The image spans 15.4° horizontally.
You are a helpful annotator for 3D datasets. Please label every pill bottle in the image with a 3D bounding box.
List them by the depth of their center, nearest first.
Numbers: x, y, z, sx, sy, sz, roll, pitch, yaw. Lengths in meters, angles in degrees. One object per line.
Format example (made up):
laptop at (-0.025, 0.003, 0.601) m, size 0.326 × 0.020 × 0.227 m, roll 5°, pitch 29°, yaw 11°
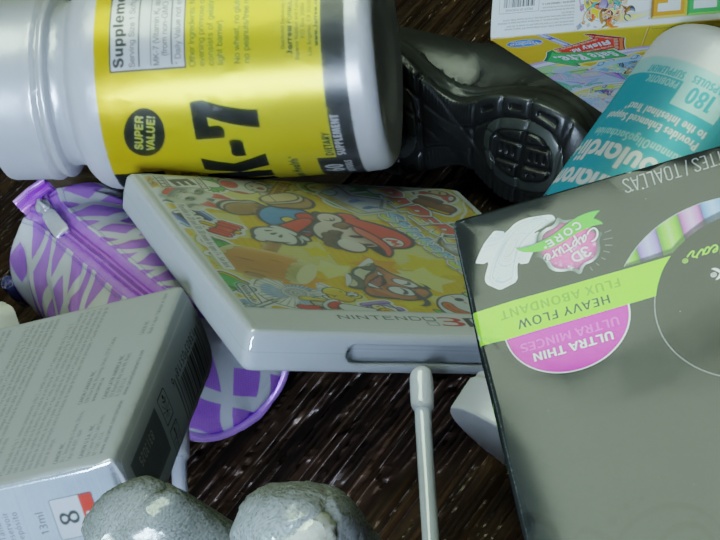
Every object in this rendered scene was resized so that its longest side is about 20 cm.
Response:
pill bottle at (0.123, 0.000, 1.150) m, size 0.111 × 0.111 × 0.200 m, roll 21°, pitch 71°, yaw 50°
pill bottle at (-0.084, -0.100, 1.351) m, size 0.200 × 0.114 × 0.114 m, roll -4°, pitch 31°, yaw 9°

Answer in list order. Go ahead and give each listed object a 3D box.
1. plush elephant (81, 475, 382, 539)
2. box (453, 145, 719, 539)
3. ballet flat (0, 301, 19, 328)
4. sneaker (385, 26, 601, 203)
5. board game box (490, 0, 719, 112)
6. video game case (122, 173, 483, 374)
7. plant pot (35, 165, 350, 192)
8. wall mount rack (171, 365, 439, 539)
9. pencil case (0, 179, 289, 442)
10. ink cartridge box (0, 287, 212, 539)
plush elephant at (-0.029, 0.182, 0.940) m, size 0.165 × 0.200 × 0.155 m, roll 0°, pitch 55°, yaw 55°
box at (0.132, 0.072, 0.977) m, size 0.148 × 0.124 × 0.200 m, roll -16°, pitch 52°, yaw 6°
ballet flat at (-0.168, 0.054, 1.304) m, size 0.068 × 0.067 × 0.200 m, roll -12°, pitch 20°, yaw -37°
sneaker at (0.065, -0.089, 1.418) m, size 0.200 × 0.076 × 0.091 m, roll 25°, pitch 37°, yaw 35°
board game box at (0.178, -0.110, 1.221) m, size 0.200 × 0.134 × 0.034 m, roll -2°, pitch 77°, yaw 30°
video game case at (0.000, 0.000, 1.263) m, size 0.182 × 0.023 × 0.200 m, roll 2°, pitch 21°, yaw -23°
plant pot at (-0.099, -0.093, 1.499) m, size 0.201 × 0.093 × 0.201 m, roll -16°, pitch 28°, yaw 9°
wall mount rack at (-0.031, 0.119, 1.115) m, size 0.200 × 0.075 × 0.174 m, roll -11°, pitch 21°, yaw 13°
pencil case at (-0.109, 0.014, 1.329) m, size 0.084 × 0.086 × 0.200 m, roll -36°, pitch 33°, yaw -15°
ink cartridge box at (-0.175, 0.082, 1.168) m, size 0.200 × 0.050 × 0.162 m, roll -16°, pitch 23°, yaw 15°
